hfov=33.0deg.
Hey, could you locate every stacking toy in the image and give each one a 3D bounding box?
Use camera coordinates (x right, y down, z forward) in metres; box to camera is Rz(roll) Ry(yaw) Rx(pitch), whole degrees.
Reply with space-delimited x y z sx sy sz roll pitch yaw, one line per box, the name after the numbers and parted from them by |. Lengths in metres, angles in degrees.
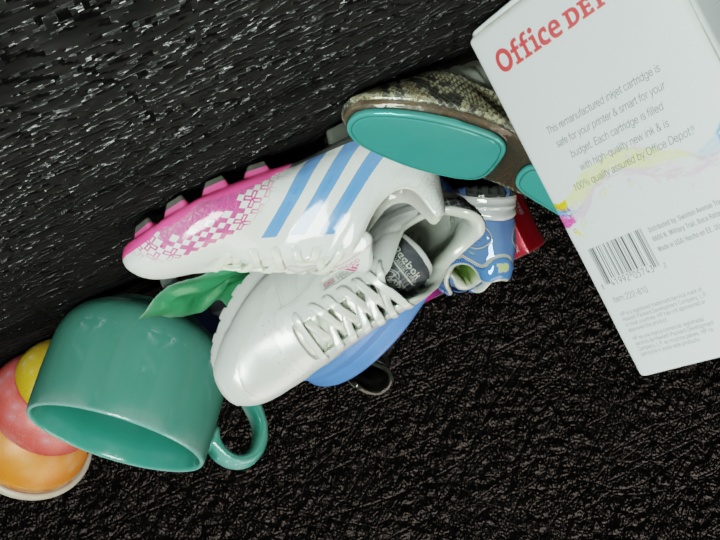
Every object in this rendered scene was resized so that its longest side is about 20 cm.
-0.292 0.116 1.166 0.146 0.146 0.200 -23 162 -50 | stacking toy

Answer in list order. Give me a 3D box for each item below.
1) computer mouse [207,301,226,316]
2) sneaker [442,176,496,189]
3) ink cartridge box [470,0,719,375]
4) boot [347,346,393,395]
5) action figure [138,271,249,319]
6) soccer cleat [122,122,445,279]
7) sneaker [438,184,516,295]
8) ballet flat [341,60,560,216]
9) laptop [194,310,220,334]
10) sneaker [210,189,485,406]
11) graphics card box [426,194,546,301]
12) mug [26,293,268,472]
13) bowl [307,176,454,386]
-0.063 -0.024 1.092 0.200 0.053 0.138 -32 -166 -35 | computer mouse
0.103 -0.106 0.903 0.104 0.060 0.200 -25 173 -45 | sneaker
0.159 -0.065 0.587 0.084 0.201 0.144 -28 180 -30 | ink cartridge box
-0.053 0.052 1.236 0.131 0.199 0.068 -69 180 -69 | boot
-0.061 -0.031 0.835 0.200 0.055 0.118 -36 170 39 | action figure
-0.042 -0.025 0.729 0.199 0.087 0.070 -25 178 -2 | soccer cleat
0.065 -0.015 1.006 0.075 0.077 0.200 -5 173 -21 | sneaker
0.088 -0.077 0.689 0.199 0.076 0.068 20 154 -8 | ballet flat
-0.097 0.015 1.136 0.177 0.103 0.200 -32 173 -37 | laptop
-0.010 0.014 0.775 0.200 0.077 0.080 -43 -150 -14 | sneaker
0.065 -0.038 1.197 0.200 0.126 0.051 -26 -179 30 | graphics card box
-0.179 0.096 1.031 0.152 0.115 0.185 -6 149 38 | mug
0.000 0.000 0.939 0.201 0.039 0.201 -45 -156 26 | bowl
